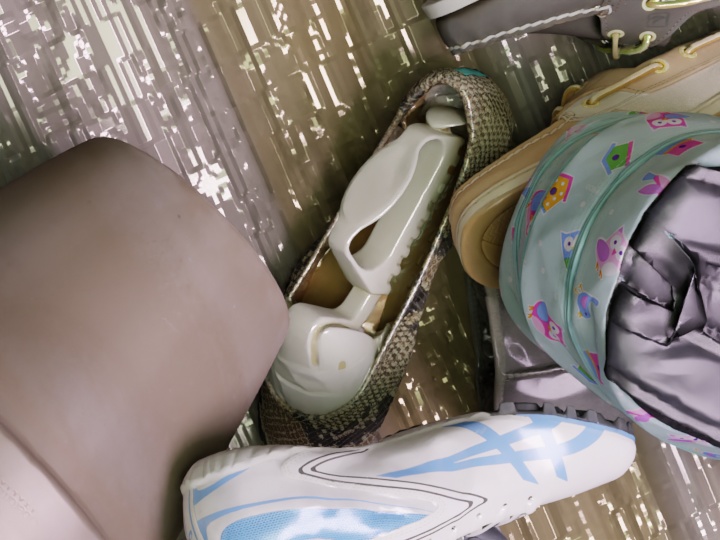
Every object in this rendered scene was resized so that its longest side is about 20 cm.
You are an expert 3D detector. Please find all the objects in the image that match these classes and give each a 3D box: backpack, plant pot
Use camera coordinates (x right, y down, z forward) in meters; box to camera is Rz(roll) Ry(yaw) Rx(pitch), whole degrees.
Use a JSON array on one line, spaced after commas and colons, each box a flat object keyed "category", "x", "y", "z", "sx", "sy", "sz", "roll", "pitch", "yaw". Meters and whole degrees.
[{"category": "backpack", "x": 0.158, "y": 0.014, "z": 1.221, "sx": 0.200, "sy": 0.127, "sz": 0.167, "roll": 18, "pitch": 92, "yaw": -32}, {"category": "plant pot", "x": -0.128, "y": 0.044, "z": 1.209, "sx": 0.174, "sy": 0.200, "sz": 0.200, "roll": -47, "pitch": 107, "yaw": -18}]

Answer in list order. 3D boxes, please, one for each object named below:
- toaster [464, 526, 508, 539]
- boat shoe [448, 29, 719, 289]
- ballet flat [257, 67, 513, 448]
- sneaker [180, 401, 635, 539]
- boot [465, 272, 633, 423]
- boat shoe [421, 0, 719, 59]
[{"category": "toaster", "x": -0.016, "y": 0.172, "z": 1.277, "sx": 0.200, "sy": 0.129, "sz": 0.114, "roll": -30, "pitch": 105, "yaw": -7}, {"category": "boat shoe", "x": 0.118, "y": -0.054, "z": 1.291, "sx": 0.200, "sy": 0.069, "sz": 0.074, "roll": -22, "pitch": 133, "yaw": -20}, {"category": "ballet flat", "x": 0.000, "y": 0.000, "z": 1.275, "sx": 0.068, "sy": 0.075, "sz": 0.200, "roll": 28, "pitch": 94, "yaw": 21}, {"category": "sneaker", "x": 0.023, "y": 0.095, "z": 1.189, "sx": 0.200, "sy": 0.072, "sz": 0.073, "roll": -9, "pitch": 82, "yaw": -25}, {"category": "boot", "x": 0.153, "y": 0.054, "z": 1.325, "sx": 0.200, "sy": 0.073, "sz": 0.182, "roll": -12, "pitch": 89, "yaw": -17}, {"category": "boat shoe", "x": 0.126, "y": -0.126, "z": 1.283, "sx": 0.201, "sy": 0.072, "sz": 0.060, "roll": -19, "pitch": 101, "yaw": -12}]
